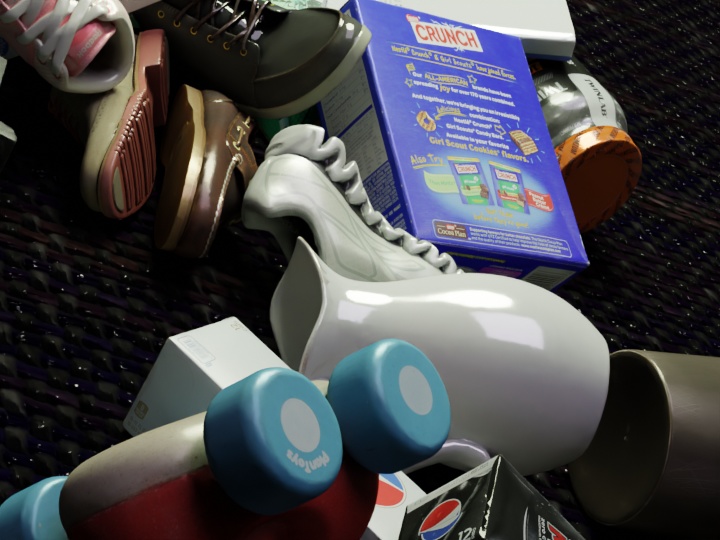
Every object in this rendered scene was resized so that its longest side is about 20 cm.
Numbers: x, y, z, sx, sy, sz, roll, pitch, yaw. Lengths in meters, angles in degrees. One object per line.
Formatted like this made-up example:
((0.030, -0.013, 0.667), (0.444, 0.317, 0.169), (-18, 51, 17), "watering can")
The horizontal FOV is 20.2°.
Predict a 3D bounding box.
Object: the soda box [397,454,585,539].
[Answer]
((0.106, 0.189, 1.030), (0.200, 0.071, 0.063), (46, 33, -20), "soda box")

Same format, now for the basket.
((0.248, 0.121, 1.320), (0.199, 0.137, 0.180), (10, 14, -29), "basket")

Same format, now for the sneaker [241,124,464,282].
((0.000, 0.000, 1.324), (0.200, 0.075, 0.081), (44, 48, -12), "sneaker")

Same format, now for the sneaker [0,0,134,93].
((-0.209, -0.181, 1.265), (0.105, 0.075, 0.200), (38, -6, 37), "sneaker")

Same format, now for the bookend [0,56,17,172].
((-0.303, -0.127, 1.208), (0.198, 0.092, 0.200), (25, 25, -16), "bookend")

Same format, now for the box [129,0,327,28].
((-0.120, -0.231, 1.546), (0.198, 0.037, 0.145), (6, 39, 2), "box")

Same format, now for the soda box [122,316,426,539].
((-0.034, 0.117, 1.096), (0.200, 0.068, 0.064), (42, 29, 20), "soda box")

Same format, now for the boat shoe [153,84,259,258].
((-0.096, -0.065, 1.345), (0.070, 0.071, 0.200), (23, 27, -14), "boat shoe")

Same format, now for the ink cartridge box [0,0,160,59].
((-0.187, -0.215, 1.406), (0.199, 0.044, 0.094), (-22, 43, -6), "ink cartridge box")

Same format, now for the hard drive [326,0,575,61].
((0.063, -0.219, 1.612), (0.199, 0.025, 0.132), (4, 39, -8), "hard drive")

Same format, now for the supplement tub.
((0.134, -0.127, 1.639), (0.122, 0.123, 0.200), (5, 35, -42), "supplement tub")

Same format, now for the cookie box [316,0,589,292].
((0.061, -0.084, 1.464), (0.170, 0.075, 0.201), (8, 58, -39), "cookie box")

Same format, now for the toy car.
((-0.041, 0.162, 0.951), (0.176, 0.184, 0.201), (-11, 77, -55), "toy car")

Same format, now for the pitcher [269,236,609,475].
((0.045, 0.075, 1.222), (0.199, 0.121, 0.172), (14, 50, -11), "pitcher")

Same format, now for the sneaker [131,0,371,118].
((-0.086, -0.166, 1.410), (0.106, 0.199, 0.075), (46, 61, -28), "sneaker")

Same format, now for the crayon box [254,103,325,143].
((-0.041, -0.156, 1.575), (0.118, 0.058, 0.200), (10, 33, -38), "crayon box")

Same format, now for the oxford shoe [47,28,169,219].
((-0.173, -0.096, 1.348), (0.074, 0.071, 0.200), (1, 31, 2), "oxford shoe")
